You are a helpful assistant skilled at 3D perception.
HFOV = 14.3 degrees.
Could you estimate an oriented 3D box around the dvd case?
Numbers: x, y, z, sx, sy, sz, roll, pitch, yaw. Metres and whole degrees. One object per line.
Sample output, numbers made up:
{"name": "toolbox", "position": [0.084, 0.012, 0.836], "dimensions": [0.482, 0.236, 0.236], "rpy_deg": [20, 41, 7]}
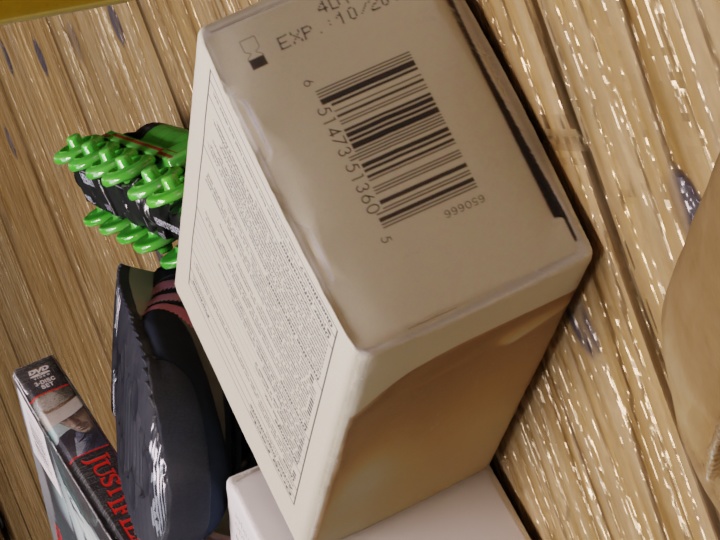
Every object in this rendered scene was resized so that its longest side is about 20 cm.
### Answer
{"name": "dvd case", "position": [-0.069, 0.144, 1.054], "dimensions": [0.200, 0.022, 0.146], "rpy_deg": [51, 158, 38]}

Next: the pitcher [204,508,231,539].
{"name": "pitcher", "position": [-0.060, 0.134, 1.225], "dimensions": [0.172, 0.121, 0.201], "rpy_deg": [-116, 21, -50]}

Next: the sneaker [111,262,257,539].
{"name": "sneaker", "position": [-0.046, 0.041, 1.013], "dimensions": [0.200, 0.082, 0.070], "rpy_deg": [-108, 21, -70]}

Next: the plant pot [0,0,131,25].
{"name": "plant pot", "position": [-0.180, -0.195, 1.011], "dimensions": [0.200, 0.199, 0.177], "rpy_deg": [113, 145, -72]}

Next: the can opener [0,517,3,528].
{"name": "can opener", "position": [-0.407, 0.211, 2.870], "dimensions": [0.053, 0.066, 0.201], "rpy_deg": [-58, -39, -56]}

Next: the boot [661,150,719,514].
{"name": "boot", "position": [0.074, -0.032, 0.488], "dimensions": [0.200, 0.066, 0.176], "rpy_deg": [93, 152, -65]}

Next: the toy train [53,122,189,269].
{"name": "toy train", "position": [-0.070, -0.034, 1.096], "dimensions": [0.042, 0.056, 0.200], "rpy_deg": [65, 168, -15]}

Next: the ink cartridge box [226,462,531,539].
{"name": "ink cartridge box", "position": [0.023, 0.159, 0.974], "dimensions": [0.200, 0.084, 0.145], "rpy_deg": [89, 156, -58]}

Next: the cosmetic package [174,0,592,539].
{"name": "cosmetic package", "position": [0.000, 0.000, 0.827], "dimensions": [0.105, 0.071, 0.200], "rpy_deg": [64, 167, 14]}
